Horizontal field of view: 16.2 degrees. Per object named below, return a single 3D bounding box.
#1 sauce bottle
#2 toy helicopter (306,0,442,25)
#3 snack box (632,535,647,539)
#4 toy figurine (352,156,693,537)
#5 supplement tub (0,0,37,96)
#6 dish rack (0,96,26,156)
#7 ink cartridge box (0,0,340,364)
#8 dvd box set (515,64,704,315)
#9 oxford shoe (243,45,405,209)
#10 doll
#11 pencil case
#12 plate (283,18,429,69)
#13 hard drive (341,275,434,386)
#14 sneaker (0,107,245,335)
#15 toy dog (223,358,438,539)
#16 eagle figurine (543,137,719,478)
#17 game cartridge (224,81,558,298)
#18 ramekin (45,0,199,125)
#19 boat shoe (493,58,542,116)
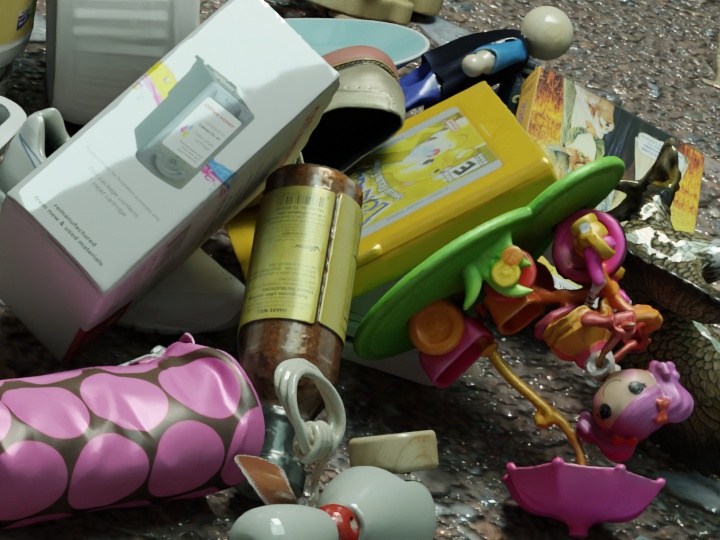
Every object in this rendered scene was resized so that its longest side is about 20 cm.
[{"bbox_3d":[-0.041,0.036,1.473,0.066,0.066,0.200,15,62,-9],"label":"sauce bottle"},{"bbox_3d":[-0.004,-0.231,2.089,0.132,0.079,0.200,26,16,30],"label":"toy helicopter"},{"bbox_3d":[0.136,0.205,1.413,0.072,0.024,0.200,32,30,23],"label":"snack box"},{"bbox_3d":[0.127,0.062,1.519,0.184,0.200,0.150,55,6,16],"label":"toy figurine"},{"bbox_3d":[-0.284,-0.218,1.702,0.145,0.200,0.145,11,29,-6],"label":"supplement tub"},{"bbox_3d":[-0.328,-0.085,1.600,0.200,0.044,0.172,18,28,7],"label":"dish rack"},{"bbox_3d":[-0.120,-0.053,1.481,0.086,0.148,0.200,44,66,3],"label":"ink cartridge box"},{"bbox_3d":[0.165,-0.039,1.771,0.146,0.029,0.200,28,46,-13],"label":"dvd box set"},{"bbox_3d":[-0.062,-0.075,1.637,0.070,0.200,0.075,54,9,-33],"label":"oxford shoe"},{"bbox_3d":[0.061,-0.138,1.831,0.200,0.048,0.136,-28,8,-5],"label":"doll"},{"bbox_3d":[-0.154,0.087,1.372,0.200,0.091,0.094,-5,71,-43],"label":"pencil case"},{"bbox_3d":[-0.048,-0.157,1.898,0.200,0.026,0.200,-1,18,0],"label":"plate"},{"bbox_3d":[0.000,0.000,1.695,0.132,0.027,0.200,18,27,-4],"label":"hard drive"},{"bbox_3d":[-0.152,-0.028,1.579,0.200,0.087,0.075,31,27,17],"label":"sneaker"},{"bbox_3d":[-0.025,0.136,1.350,0.200,0.096,0.132,31,52,-52],"label":"toy dog"},{"bbox_3d":[0.202,0.014,1.619,0.152,0.151,0.200,31,36,-32],"label":"eagle figurine"},{"bbox_3d":[0.014,-0.044,1.609,0.200,0.032,0.176,-25,23,-2],"label":"game cartridge"},{"bbox_3d":[-0.168,-0.188,1.755,0.094,0.202,0.202,0,31,-10],"label":"ramekin"},{"bbox_3d":[0.112,-0.083,1.837,0.071,0.091,0.200,25,24,-19],"label":"boat shoe"}]
